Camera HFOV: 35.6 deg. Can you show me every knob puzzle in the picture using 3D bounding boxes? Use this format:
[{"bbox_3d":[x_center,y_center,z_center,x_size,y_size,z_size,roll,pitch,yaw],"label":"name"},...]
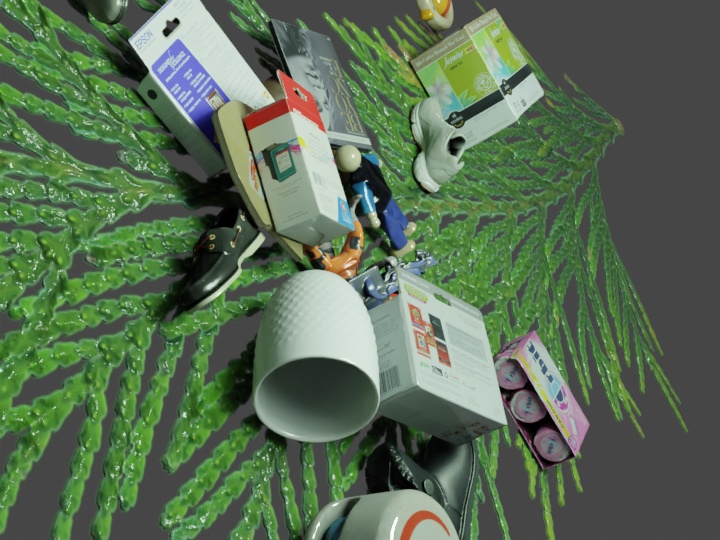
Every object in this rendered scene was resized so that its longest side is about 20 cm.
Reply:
[{"bbox_3d":[-0.137,-0.128,1.419,0.220,0.030,0.220,55,22,-36],"label":"knob puzzle"}]

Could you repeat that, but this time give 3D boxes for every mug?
[{"bbox_3d":[-0.049,0.109,1.352,0.176,0.147,0.201,-93,172,-48],"label":"mug"}]

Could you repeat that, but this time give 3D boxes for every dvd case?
[{"bbox_3d":[-0.058,-0.271,1.664,0.148,0.016,0.201,1,66,-57],"label":"dvd case"}]

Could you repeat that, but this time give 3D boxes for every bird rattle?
[{"bbox_3d":[0.137,-0.546,2.198,0.200,0.112,0.164,12,67,-68],"label":"bird rattle"}]

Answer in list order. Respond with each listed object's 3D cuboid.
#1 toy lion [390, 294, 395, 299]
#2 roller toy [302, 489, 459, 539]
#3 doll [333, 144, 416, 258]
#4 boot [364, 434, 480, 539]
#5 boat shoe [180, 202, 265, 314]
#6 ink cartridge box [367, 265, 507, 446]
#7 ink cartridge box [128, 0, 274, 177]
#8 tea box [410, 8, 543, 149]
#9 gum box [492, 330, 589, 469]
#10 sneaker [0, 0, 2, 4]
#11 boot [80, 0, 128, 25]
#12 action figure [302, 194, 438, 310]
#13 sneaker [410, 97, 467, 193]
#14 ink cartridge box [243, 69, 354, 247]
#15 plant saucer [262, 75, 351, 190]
[{"bbox_3d":[0.099,0.107,1.642,0.199,0.069,0.193,18,44,-50],"label":"toy lion"},{"bbox_3d":[0.023,0.344,1.257,0.200,0.139,0.184,24,58,-52],"label":"roller toy"},{"bbox_3d":[0.022,-0.107,1.655,0.200,0.048,0.137,55,28,-37],"label":"doll"},{"bbox_3d":[0.081,0.260,1.468,0.168,0.076,0.201,41,43,-38],"label":"boot"},{"bbox_3d":[-0.171,-0.014,1.311,0.063,0.073,0.202,54,26,-16],"label":"boat shoe"},{"bbox_3d":[0.088,0.112,1.454,0.200,0.084,0.177,28,43,-44],"label":"ink cartridge box"},{"bbox_3d":[-0.211,-0.249,1.458,0.200,0.043,0.199,54,32,-20],"label":"ink cartridge box"},{"bbox_3d":[0.222,-0.362,2.108,0.197,0.133,0.200,57,31,-8],"label":"tea box"},{"bbox_3d":[0.288,0.205,1.832,0.201,0.066,0.113,59,29,-6],"label":"gum box"},{"bbox_3d":[-0.400,-0.293,1.167,0.074,0.087,0.201,32,42,-40],"label":"sneaker"},{"bbox_3d":[-0.368,-0.370,1.313,0.130,0.068,0.201,-20,76,-54],"label":"boot"},{"bbox_3d":[0.000,0.000,1.532,0.199,0.104,0.195,-19,87,-34],"label":"action figure"},{"bbox_3d":[0.143,-0.227,1.926,0.076,0.092,0.201,35,40,-39],"label":"sneaker"},{"bbox_3d":[-0.082,-0.141,1.434,0.116,0.067,0.201,23,48,-67],"label":"ink cartridge box"},{"bbox_3d":[-0.068,-0.205,1.649,0.200,0.037,0.201,35,41,-37],"label":"plant saucer"}]
